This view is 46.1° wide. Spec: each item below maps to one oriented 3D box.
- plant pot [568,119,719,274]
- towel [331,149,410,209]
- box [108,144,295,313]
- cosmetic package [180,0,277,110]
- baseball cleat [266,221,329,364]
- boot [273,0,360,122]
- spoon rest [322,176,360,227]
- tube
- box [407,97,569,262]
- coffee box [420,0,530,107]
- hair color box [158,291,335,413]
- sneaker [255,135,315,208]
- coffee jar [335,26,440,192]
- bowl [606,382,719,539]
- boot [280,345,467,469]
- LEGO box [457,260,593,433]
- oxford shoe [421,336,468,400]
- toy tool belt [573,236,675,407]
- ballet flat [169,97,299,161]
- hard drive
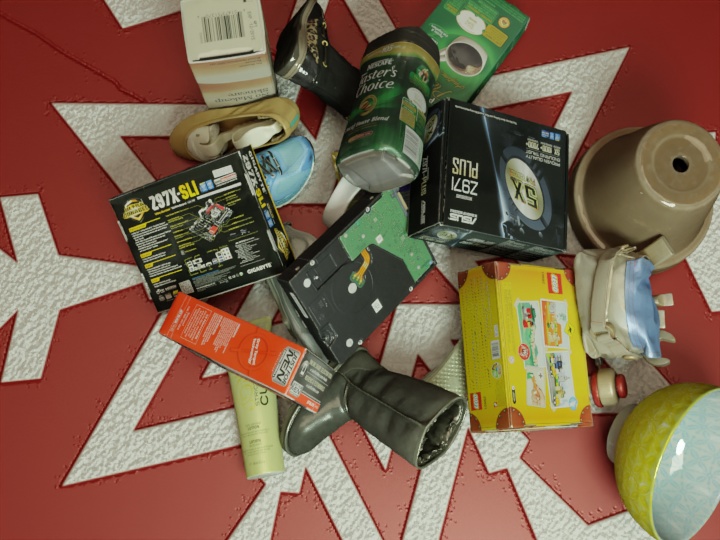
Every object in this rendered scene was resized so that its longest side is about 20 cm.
[{"bbox_3d":[0.384,-0.111,1.097,0.196,0.175,0.205,0,77,-1],"label":"plant pot"},{"bbox_3d":[0.065,-0.113,1.169,0.196,0.023,0.147,-8,77,-2],"label":"towel"},{"bbox_3d":[-0.200,-0.050,1.073,0.197,0.049,0.162,-17,102,19],"label":"box"},{"bbox_3d":[-0.165,-0.271,1.108,0.101,0.200,0.089,-9,78,-1],"label":"cosmetic package"},{"bbox_3d":[-0.070,0.028,1.112,0.105,0.070,0.202,-28,80,-4],"label":"baseball cleat"},{"bbox_3d":[-0.039,-0.285,1.166,0.149,0.202,0.073,34,120,-21],"label":"boot"},{"bbox_3d":[0.021,-0.139,1.128,0.099,0.061,0.201,34,80,18],"label":"spoon rest"},{"bbox_3d":[-0.138,0.164,1.095,0.057,0.052,0.204,0,71,-30],"label":"tube"},{"bbox_3d":[0.168,-0.113,1.101,0.197,0.086,0.167,11,77,-24],"label":"box"},{"bbox_3d":[0.135,-0.309,1.200,0.122,0.044,0.201,35,79,7],"label":"coffee box"},{"bbox_3d":[-0.139,0.100,1.039,0.197,0.102,0.062,20,77,27],"label":"hair color box"},{"bbox_3d":[-0.145,-0.115,1.131,0.198,0.090,0.079,-35,80,-7],"label":"sneaker"},{"bbox_3d":[0.038,-0.206,1.062,0.085,0.103,0.203,34,57,-37],"label":"coffee jar"},{"bbox_3d":[0.371,0.221,1.047,0.107,0.200,0.202,22,74,47],"label":"bowl"},{"bbox_3d":[0.012,0.189,1.027,0.199,0.073,0.183,30,81,41],"label":"boot"},{"bbox_3d":[0.207,0.098,1.066,0.147,0.077,0.204,5,75,-34],"label":"LEGO box"},{"bbox_3d":[0.132,0.137,1.102,0.199,0.058,0.076,-37,83,-23],"label":"oxford shoe"},{"bbox_3d":[0.342,0.066,1.062,0.121,0.124,0.204,-9,85,26],"label":"toy tool belt"},{"bbox_3d":[-0.176,-0.182,1.127,0.196,0.069,0.064,-15,37,19],"label":"ballet flat"},{"bbox_3d":[0.000,0.000,1.079,0.200,0.038,0.141,-45,121,-22],"label":"hard drive"}]
